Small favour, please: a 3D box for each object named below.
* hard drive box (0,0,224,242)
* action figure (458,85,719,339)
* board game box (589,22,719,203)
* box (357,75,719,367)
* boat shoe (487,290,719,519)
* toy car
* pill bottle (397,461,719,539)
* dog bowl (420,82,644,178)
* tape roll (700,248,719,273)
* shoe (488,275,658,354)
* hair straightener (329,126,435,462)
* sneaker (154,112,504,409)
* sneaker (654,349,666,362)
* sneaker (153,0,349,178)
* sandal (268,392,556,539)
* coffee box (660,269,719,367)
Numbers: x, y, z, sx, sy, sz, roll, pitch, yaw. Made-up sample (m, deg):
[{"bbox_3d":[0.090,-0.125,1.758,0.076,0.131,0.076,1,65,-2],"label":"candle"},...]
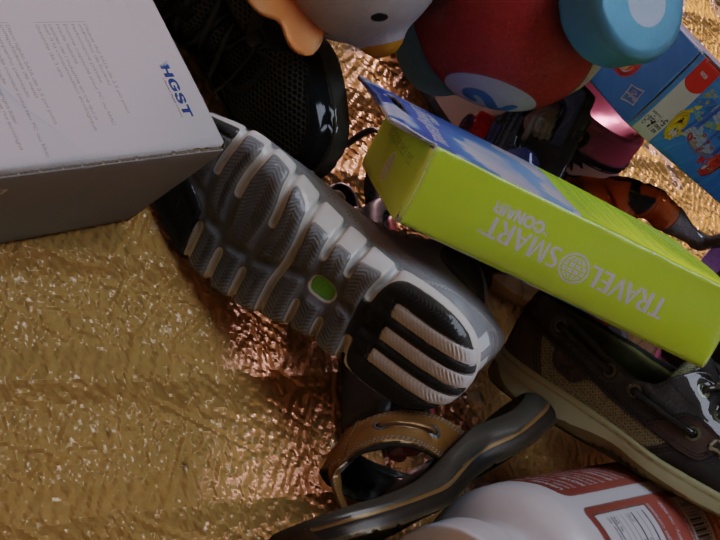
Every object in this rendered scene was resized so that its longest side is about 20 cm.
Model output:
[{"bbox_3d":[-0.172,-0.093,0.690,0.200,0.077,0.157,-14,74,-56],"label":"hard drive box"},{"bbox_3d":[0.097,-0.011,0.950,0.193,0.200,0.105,35,-12,5],"label":"action figure"},{"bbox_3d":[0.175,-0.129,0.984,0.195,0.056,0.200,29,22,-47],"label":"board game box"},{"bbox_3d":[0.083,-0.027,0.822,0.199,0.048,0.122,25,11,-14],"label":"box"},{"bbox_3d":[0.163,0.073,0.842,0.200,0.066,0.072,26,15,19],"label":"boat shoe"},{"bbox_3d":[0.022,-0.151,0.828,0.199,0.184,0.178,-22,102,-30],"label":"toy car"},{"bbox_3d":[0.096,0.157,0.804,0.199,0.112,0.113,2,61,-53],"label":"pill bottle"},{"bbox_3d":[0.115,-0.131,1.096,0.200,0.074,0.201,38,30,-27],"label":"dog bowl"},{"bbox_3d":[0.322,0.050,1.120,0.066,0.200,0.201,-19,78,-58],"label":"tape roll"},{"bbox_3d":[0.130,-0.003,1.041,0.199,0.053,0.070,32,39,-31],"label":"shoe"},{"bbox_3d":[0.000,0.000,0.871,0.077,0.041,0.201,28,48,-38],"label":"hair straightener"},{"bbox_3d":[-0.010,-0.009,0.818,0.200,0.075,0.115,41,22,14],"label":"sneaker"},{"bbox_3d":[0.275,0.079,1.071,0.088,0.200,0.081,25,87,-45],"label":"sneaker"},{"bbox_3d":[-0.082,-0.132,0.850,0.114,0.076,0.200,0,59,-52],"label":"sneaker"},{"bbox_3d":[0.022,0.090,0.771,0.199,0.082,0.055,-25,82,-45],"label":"sandal"},{"bbox_3d":[0.277,0.025,0.932,0.113,0.080,0.200,43,41,18],"label":"coffee box"}]
